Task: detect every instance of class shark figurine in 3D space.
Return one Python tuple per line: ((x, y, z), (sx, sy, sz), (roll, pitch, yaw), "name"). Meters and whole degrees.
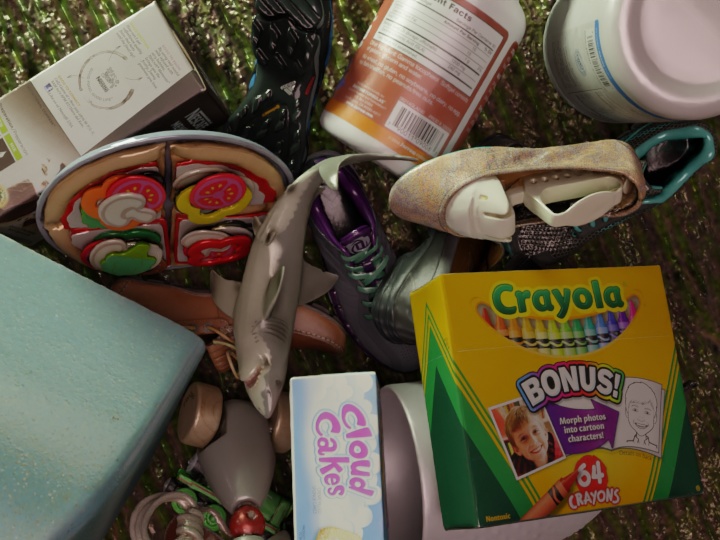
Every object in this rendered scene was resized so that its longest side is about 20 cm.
((-0.041, -0.012, 0.840), (0.088, 0.128, 0.217), (10, 112, -36), "shark figurine")

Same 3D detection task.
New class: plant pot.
((-0.256, 0.132, 0.803), (0.193, 0.202, 0.197), (27, 137, -6), "plant pot")

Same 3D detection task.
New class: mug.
((0.108, 0.133, 0.895), (0.172, 0.147, 0.204), (-4, 92, -15), "mug")

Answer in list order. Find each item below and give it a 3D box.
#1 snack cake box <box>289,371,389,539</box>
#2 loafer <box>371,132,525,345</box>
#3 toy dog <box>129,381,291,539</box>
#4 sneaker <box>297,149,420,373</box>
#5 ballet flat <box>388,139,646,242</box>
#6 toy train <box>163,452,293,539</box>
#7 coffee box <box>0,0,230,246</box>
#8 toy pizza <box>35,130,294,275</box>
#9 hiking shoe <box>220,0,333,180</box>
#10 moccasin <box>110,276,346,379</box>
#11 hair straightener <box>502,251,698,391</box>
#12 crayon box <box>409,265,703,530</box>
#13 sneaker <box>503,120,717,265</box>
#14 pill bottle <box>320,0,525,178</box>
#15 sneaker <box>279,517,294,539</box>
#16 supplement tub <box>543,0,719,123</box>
((-0.012, 0.185, 0.820), (0.066, 0.115, 0.204), (-4, 76, 3), "snack cake box")
((0.090, -0.022, 0.886), (0.073, 0.072, 0.202), (43, 70, -39), "loafer")
((-0.103, 0.180, 0.857), (0.130, 0.202, 0.097), (27, 132, -7), "toy dog")
((0.000, 0.000, 0.899), (0.074, 0.088, 0.202), (-28, 98, 0), "sneaker")
((0.121, -0.056, 0.822), (0.196, 0.068, 0.069), (-11, 134, -4), "ballet flat")
((-0.075, 0.219, 0.946), (0.198, 0.042, 0.057), (31, 84, -7), "toy train")
((-0.209, -0.108, 0.854), (0.198, 0.113, 0.081), (-32, 84, 1), "coffee box")
((-0.144, -0.040, 0.839), (0.196, 0.201, 0.032), (-12, 66, -2), "toy pizza")
((-0.059, -0.137, 0.887), (0.073, 0.087, 0.203), (24, 118, 7), "hiking shoe")
((-0.110, 0.053, 0.898), (0.197, 0.074, 0.079), (7, 71, -5), "moccasin")
((0.201, 0.044, 0.922), (0.198, 0.077, 0.041), (31, 119, -12), "hair straightener")
((0.145, 0.090, 0.816), (0.196, 0.058, 0.176), (-2, 77, -25), "crayon box")
((0.204, -0.070, 0.902), (0.198, 0.091, 0.078), (-35, 97, 1), "sneaker")
((0.060, -0.174, 0.871), (0.111, 0.112, 0.202), (30, 94, -7), "pill bottle")
((-0.029, 0.204, 0.905), (0.078, 0.074, 0.204), (10, 74, -8), "sneaker")
((0.220, -0.179, 0.836), (0.129, 0.200, 0.135), (0, 98, -3), "supplement tub")
